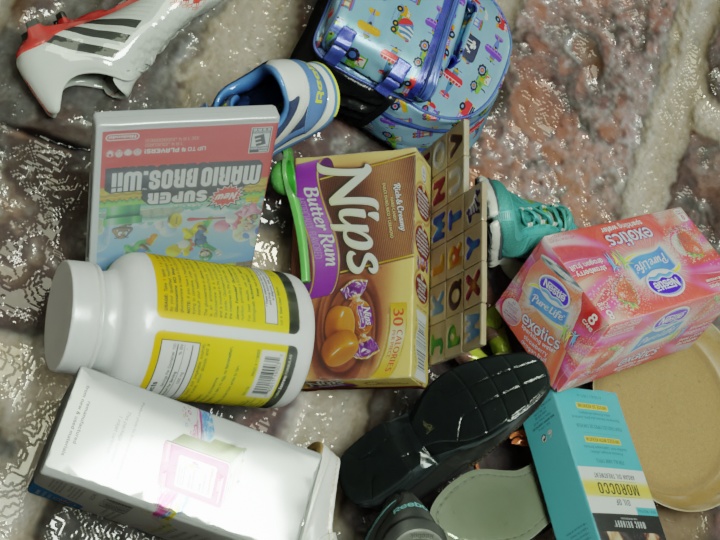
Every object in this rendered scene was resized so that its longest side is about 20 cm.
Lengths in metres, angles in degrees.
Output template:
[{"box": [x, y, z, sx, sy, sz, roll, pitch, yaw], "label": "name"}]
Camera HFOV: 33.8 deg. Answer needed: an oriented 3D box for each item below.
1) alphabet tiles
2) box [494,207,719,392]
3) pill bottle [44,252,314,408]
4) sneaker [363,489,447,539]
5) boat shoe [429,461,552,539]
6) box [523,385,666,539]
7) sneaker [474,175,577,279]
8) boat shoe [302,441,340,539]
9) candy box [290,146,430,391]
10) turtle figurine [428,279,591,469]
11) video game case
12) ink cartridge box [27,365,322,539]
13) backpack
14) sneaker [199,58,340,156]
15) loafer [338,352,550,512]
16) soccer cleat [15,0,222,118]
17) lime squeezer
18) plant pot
[{"box": [0.069, -0.020, 1.026, 0.007, 0.167, 0.204, 7, 74, -20], "label": "alphabet tiles"}, {"box": [0.232, 0.023, 1.054, 0.198, 0.095, 0.103, -11, 56, -38], "label": "box"}, {"box": [-0.145, 0.047, 0.946, 0.197, 0.112, 0.115, 9, 73, -28], "label": "pill bottle"}, {"box": [0.025, 0.274, 0.964, 0.074, 0.079, 0.203, 10, 110, -16], "label": "sneaker"}, {"box": [0.127, 0.207, 1.020, 0.199, 0.061, 0.072, -11, 60, -39], "label": "boat shoe"}, {"box": [0.202, 0.199, 0.993, 0.081, 0.049, 0.203, 9, 52, -32], "label": "box"}, {"box": [0.148, -0.043, 1.049, 0.078, 0.200, 0.079, -10, 80, 19], "label": "sneaker"}, {"box": [-0.042, 0.246, 0.974, 0.068, 0.071, 0.204, 17, 80, -15], "label": "boat shoe"}, {"box": [0.000, 0.000, 1.028, 0.114, 0.056, 0.204, -3, 75, 18], "label": "candy box"}, {"box": [0.121, 0.101, 1.070, 0.199, 0.064, 0.163, -33, 89, -24], "label": "turtle figurine"}, {"box": [-0.147, -0.046, 0.947, 0.140, 0.202, 0.018, -6, 48, -21], "label": "video game case"}, {"box": [-0.145, 0.158, 0.915, 0.197, 0.144, 0.086, 23, 68, -13], "label": "ink cartridge box"}, {"box": [0.053, -0.206, 1.089, 0.198, 0.134, 0.185, 29, 69, -14], "label": "backpack"}, {"box": [-0.111, -0.107, 0.979, 0.199, 0.082, 0.074, -41, 76, 18], "label": "sneaker"}, {"box": [0.076, 0.138, 1.004, 0.198, 0.072, 0.074, -30, 56, 9], "label": "loafer"}, {"box": [-0.201, -0.198, 1.034, 0.197, 0.068, 0.086, -24, 94, -20], "label": "soccer cleat"}, {"box": [-0.085, -0.085, 1.023, 0.070, 0.038, 0.200, -37, 74, -16], "label": "lime squeezer"}, {"box": [0.297, 0.130, 1.138, 0.197, 0.027, 0.204, 9, 70, -25], "label": "plant pot"}]
